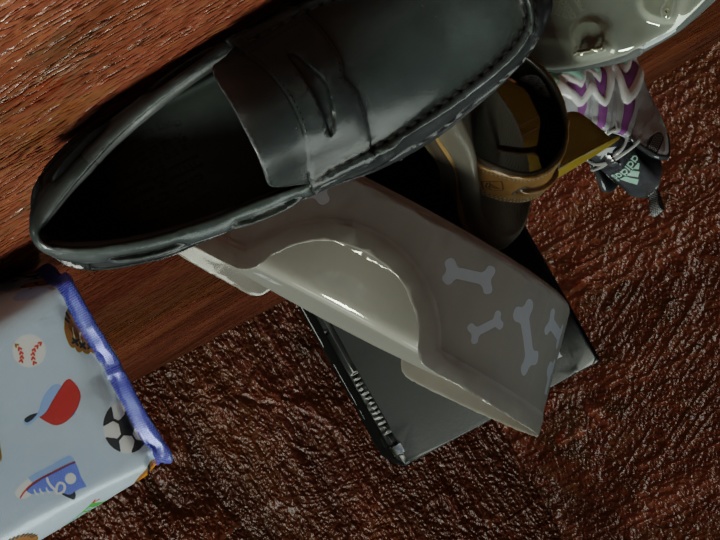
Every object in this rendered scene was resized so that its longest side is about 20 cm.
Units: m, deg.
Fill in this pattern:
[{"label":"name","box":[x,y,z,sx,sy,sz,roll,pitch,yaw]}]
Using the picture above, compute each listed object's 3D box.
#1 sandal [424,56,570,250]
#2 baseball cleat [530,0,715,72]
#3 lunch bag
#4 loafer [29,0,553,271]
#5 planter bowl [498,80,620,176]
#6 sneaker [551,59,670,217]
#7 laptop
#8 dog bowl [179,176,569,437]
[{"label":"sandal","box":[0.058,-0.066,1.054,0.054,0.082,0.200,-3,156,10]},{"label":"baseball cleat","box":[0.149,-0.147,1.075,0.200,0.070,0.106,-30,178,22]},{"label":"lunch bag","box":[-0.195,0.080,1.233,0.170,0.124,0.200,-29,-168,-11]},{"label":"loafer","box":[-0.025,-0.053,0.881,0.200,0.068,0.070,-26,-172,13]},{"label":"planter bowl","box":[0.060,-0.070,1.632,0.200,0.084,0.200,-30,178,-1]},{"label":"sneaker","box":[0.194,-0.100,2.011,0.078,0.140,0.200,-30,179,37]},{"label":"laptop","box":[0.018,-0.004,1.245,0.103,0.178,0.200,-29,178,-4]},{"label":"dog bowl","box":[0.000,0.000,1.089,0.059,0.200,0.200,-62,-179,-5]}]
